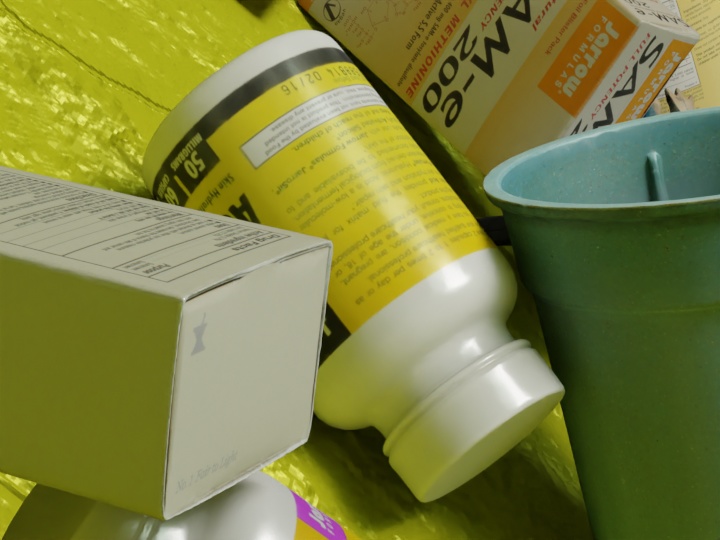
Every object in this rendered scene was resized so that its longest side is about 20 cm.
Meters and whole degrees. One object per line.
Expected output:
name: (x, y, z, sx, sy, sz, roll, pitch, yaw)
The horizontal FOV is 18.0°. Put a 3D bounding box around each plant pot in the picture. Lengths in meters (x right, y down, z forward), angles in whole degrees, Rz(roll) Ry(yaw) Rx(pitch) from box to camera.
plant pot: (0.171, 0.038, 1.044, 0.200, 0.200, 0.197, -41, 123, -65)

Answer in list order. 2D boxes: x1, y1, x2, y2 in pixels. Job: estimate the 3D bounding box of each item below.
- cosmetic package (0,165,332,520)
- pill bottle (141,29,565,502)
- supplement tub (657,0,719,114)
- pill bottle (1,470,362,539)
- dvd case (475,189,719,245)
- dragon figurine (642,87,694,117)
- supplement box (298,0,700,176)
cosmetic package: (-0.121, 0.011, 0.732, 0.200, 0.073, 0.103, 14, 16, 23)
pill bottle: (0.000, 0.000, 1.015, 0.200, 0.111, 0.111, 52, 26, 14)
supplement tub: (0.168, -0.169, 1.407, 0.145, 0.145, 0.200, -75, 148, -62)
pill bottle: (-0.027, 0.136, 0.778, 0.200, 0.104, 0.104, 37, 26, -20)
dvd case: (0.166, -0.029, 1.244, 0.200, 0.142, 0.018, -4, 88, -61)
dragon figurine: (0.142, -0.069, 1.319, 0.200, 0.100, 0.059, 38, 24, 30)
supplement box: (0.075, -0.143, 1.284, 0.200, 0.126, 0.073, 44, 21, 29)
